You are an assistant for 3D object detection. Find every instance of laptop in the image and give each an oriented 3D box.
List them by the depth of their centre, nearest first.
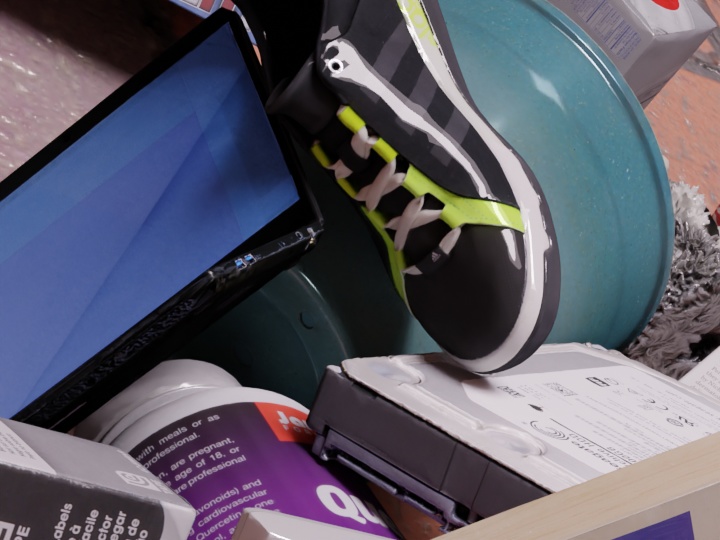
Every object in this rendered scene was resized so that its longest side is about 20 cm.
[{"bbox_3d":[-0.113,0.000,0.888,0.104,0.177,0.200,54,17,2],"label":"laptop"}]

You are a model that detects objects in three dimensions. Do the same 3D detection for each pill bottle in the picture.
[{"bbox_3d":[-0.035,0.118,0.884,0.112,0.113,0.200,14,25,-36],"label":"pill bottle"}]

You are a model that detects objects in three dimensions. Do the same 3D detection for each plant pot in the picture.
[{"bbox_3d":[0.000,0.000,1.037,0.200,0.200,0.188,45,46,7],"label":"plant pot"}]

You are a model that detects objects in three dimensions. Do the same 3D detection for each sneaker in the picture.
[{"bbox_3d":[-0.001,-0.048,0.910,0.082,0.072,0.201,-5,61,-42],"label":"sneaker"}]

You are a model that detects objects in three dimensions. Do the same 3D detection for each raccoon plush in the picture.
[{"bbox_3d":[0.121,-0.008,1.267,0.199,0.097,0.134,14,32,-37],"label":"raccoon plush"}]

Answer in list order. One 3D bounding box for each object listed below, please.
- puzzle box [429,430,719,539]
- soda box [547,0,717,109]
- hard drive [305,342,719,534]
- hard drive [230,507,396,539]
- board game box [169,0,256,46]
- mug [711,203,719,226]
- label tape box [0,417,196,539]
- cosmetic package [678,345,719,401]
[{"bbox_3d":[0.098,0.149,0.783,0.132,0.201,0.025,-18,29,-10],"label":"puzzle box"},{"bbox_3d":[0.074,-0.064,1.172,0.064,0.200,0.068,49,31,16],"label":"soda box"},{"bbox_3d":[0.089,0.072,0.918,0.139,0.038,0.199,28,17,32],"label":"hard drive"},{"bbox_3d":[-0.017,0.179,0.775,0.131,0.201,0.027,17,11,-34],"label":"hard drive"},{"bbox_3d":[-0.126,-0.169,1.195,0.199,0.035,0.135,26,7,-22],"label":"board game box"},{"bbox_3d":[0.285,0.037,1.326,0.176,0.134,0.201,-14,44,-7],"label":"mug"},{"bbox_3d":[-0.167,0.106,0.740,0.199,0.145,0.063,18,7,-32],"label":"label tape box"},{"bbox_3d":[0.187,0.084,1.120,0.085,0.108,0.200,37,52,22],"label":"cosmetic package"}]
